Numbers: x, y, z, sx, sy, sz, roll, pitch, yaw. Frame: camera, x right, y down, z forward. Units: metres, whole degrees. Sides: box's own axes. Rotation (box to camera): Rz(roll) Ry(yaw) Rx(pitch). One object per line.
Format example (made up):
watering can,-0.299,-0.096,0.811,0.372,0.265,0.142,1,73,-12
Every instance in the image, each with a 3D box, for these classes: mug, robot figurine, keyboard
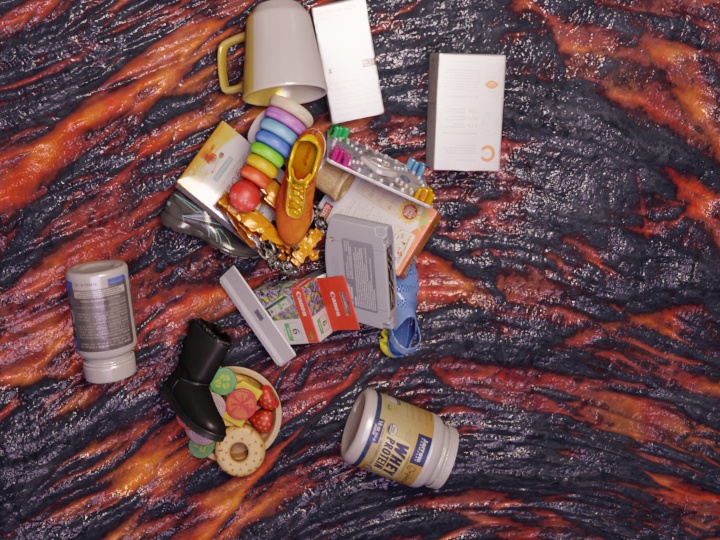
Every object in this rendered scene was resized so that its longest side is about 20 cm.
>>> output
mug,-0.153,-0.373,1.627,0.182,0.149,0.157,-5,88,-9
robot figurine,-0.149,-0.086,1.666,0.200,0.058,0.146,43,72,-11
keyboard,-0.191,0.085,1.759,0.056,0.011,0.202,-36,89,38

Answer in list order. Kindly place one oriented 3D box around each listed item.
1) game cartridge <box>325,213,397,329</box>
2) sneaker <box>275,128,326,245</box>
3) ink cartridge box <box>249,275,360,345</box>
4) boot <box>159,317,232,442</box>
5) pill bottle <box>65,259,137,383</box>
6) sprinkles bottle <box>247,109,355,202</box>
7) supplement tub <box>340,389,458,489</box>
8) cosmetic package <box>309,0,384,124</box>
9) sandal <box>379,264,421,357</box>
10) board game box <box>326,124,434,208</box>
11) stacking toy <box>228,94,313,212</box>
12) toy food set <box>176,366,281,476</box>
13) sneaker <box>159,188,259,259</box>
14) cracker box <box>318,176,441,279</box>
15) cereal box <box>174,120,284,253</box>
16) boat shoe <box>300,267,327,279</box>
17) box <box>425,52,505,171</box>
game cartridge,0.000,0.000,1.672,0.131,0.040,0.204,12,123,26
sneaker,-0.108,-0.136,1.585,0.071,0.077,0.204,13,110,6
ink cartridge box,-0.103,0.074,1.727,0.197,0.050,0.111,-6,108,38
boot,-0.280,0.193,1.728,0.073,0.197,0.165,21,100,-49
pill bottle,-0.464,0.092,1.719,0.111,0.114,0.205,-5,103,-4
sprinkles bottle,-0.104,-0.203,1.677,0.198,0.068,0.069,35,99,10
supplement tub,0.075,0.325,1.813,0.197,0.145,0.147,21,100,-10
cosmetic package,-0.024,-0.371,1.678,0.099,0.074,0.204,-13,105,-3
sandal,0.083,0.074,1.780,0.078,0.087,0.205,-7,105,-18
board game box,0.034,-0.188,1.659,0.197,0.201,0.026,24,110,-11
stacking toy,-0.158,-0.189,1.603,0.084,0.085,0.203,28,83,-12
toy food set,-0.249,0.281,1.819,0.196,0.049,0.202,30,99,-11
sneaker,-0.261,-0.084,1.719,0.197,0.075,0.081,24,98,-11
cracker box,0.028,-0.095,1.705,0.198,0.058,0.135,33,90,15
cereal box,-0.212,-0.147,1.701,0.199,0.039,0.145,38,72,-13
boat shoe,-0.018,0.025,1.769,0.199,0.075,0.087,-24,104,1
box,0.186,-0.285,1.706,0.121,0.098,0.205,1,103,-6
